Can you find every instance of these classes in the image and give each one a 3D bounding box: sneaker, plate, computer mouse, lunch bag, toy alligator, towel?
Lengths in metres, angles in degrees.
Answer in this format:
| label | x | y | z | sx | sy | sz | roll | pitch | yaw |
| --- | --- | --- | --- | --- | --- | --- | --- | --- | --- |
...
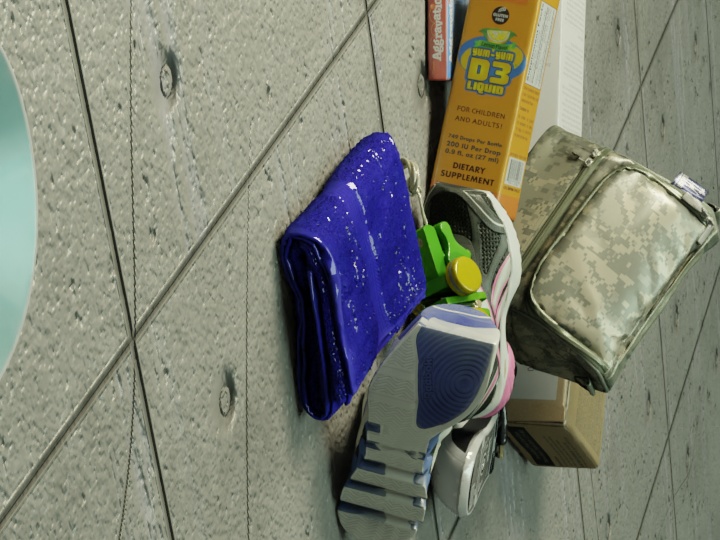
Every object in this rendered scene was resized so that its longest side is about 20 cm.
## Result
| label | x | y | z | sx | sy | sz | roll | pitch | yaw |
| --- | --- | --- | --- | --- | --- | --- | --- | --- | --- |
| sneaker | 0.081 | 0.030 | 1.858 | 0.086 | 0.080 | 0.201 | -24 | 109 | -59 |
| plate | -0.202 | -0.026 | 1.065 | 0.200 | 0.025 | 0.201 | 1 | 90 | -73 |
| computer mouse | 0.092 | 0.147 | 1.970 | 0.200 | 0.044 | 0.110 | -46 | 146 | -69 |
| lunch bag | 0.196 | -0.005 | 1.987 | 0.200 | 0.167 | 0.139 | -53 | 152 | -15 |
| sneaker | 0.036 | 0.095 | 1.705 | 0.115 | 0.080 | 0.200 | -83 | -167 | -59 |
| toy alligator | 0.071 | 0.007 | 1.800 | 0.054 | 0.059 | 0.201 | 4 | 67 | -43 |
| towel | 0.000 | 0.000 | 1.663 | 0.200 | 0.049 | 0.148 | -57 | 144 | -59 |

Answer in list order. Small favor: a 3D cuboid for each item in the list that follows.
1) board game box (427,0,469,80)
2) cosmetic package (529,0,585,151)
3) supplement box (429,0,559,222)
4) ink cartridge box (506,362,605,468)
| label | x | y | z | sx | sy | sz | roll | pitch | yaw |
| --- | --- | --- | --- | --- | --- | --- | --- | --- | --- |
| board game box | 0.078 | -0.261 | 1.945 | 0.103 | 0.019 | 0.201 | -12 | 103 | -73 |
| cosmetic package | 0.163 | -0.173 | 2.129 | 0.101 | 0.071 | 0.201 | 12 | 79 | -72 |
| supplement box | 0.111 | -0.144 | 1.927 | 0.069 | 0.066 | 0.201 | 14 | 87 | -70 |
| ink cartridge box | 0.190 | 0.075 | 2.222 | 0.165 | 0.075 | 0.201 | 48 | 46 | -63 |
